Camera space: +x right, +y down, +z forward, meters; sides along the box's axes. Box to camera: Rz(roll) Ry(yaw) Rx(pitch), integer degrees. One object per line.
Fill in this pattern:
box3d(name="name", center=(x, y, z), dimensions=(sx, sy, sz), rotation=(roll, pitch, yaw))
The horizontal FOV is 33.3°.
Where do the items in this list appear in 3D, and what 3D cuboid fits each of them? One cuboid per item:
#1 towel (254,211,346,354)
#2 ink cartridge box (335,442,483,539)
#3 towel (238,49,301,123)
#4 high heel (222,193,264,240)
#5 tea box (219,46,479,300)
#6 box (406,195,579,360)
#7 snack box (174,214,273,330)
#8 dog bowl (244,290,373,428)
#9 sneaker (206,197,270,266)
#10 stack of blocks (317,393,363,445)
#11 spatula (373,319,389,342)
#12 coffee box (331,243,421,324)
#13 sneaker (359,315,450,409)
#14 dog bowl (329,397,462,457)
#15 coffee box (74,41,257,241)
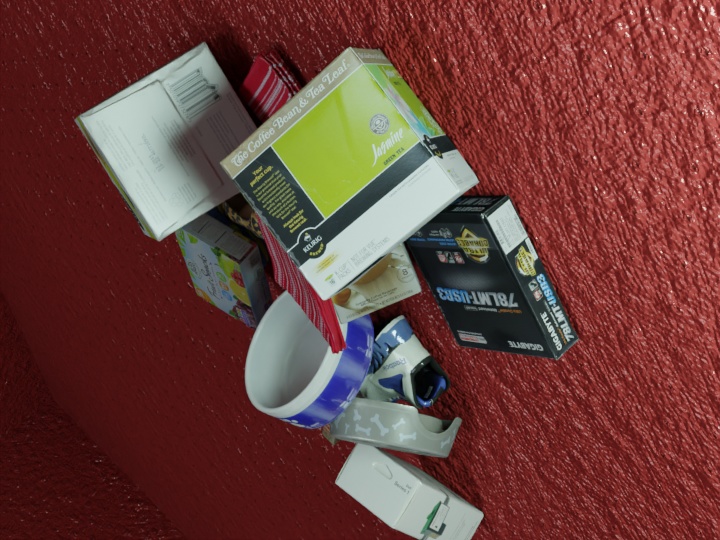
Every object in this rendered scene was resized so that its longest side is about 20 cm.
box3d(name="towel", center=(-0.083, 0.005, 1.551), dimensions=(0.200, 0.022, 0.146), rotation=(48, 160, 48))
box3d(name="ink cartridge box", center=(0.076, 0.352, 1.865), dimensions=(0.146, 0.085, 0.200), rotation=(29, 177, 43))
box3d(name="towel", center=(-0.087, -0.189, 1.612), dimensions=(0.201, 0.022, 0.145), rotation=(54, 156, -1))
box3d(name="high heel", center=(-0.173, -0.111, 1.816), dimensions=(0.142, 0.071, 0.200), rotation=(40, 162, 15))
box3d(name="tea box", center=(-0.010, -0.111, 1.342), dimensions=(0.197, 0.199, 0.134), rotation=(53, -162, 2))
box3d(name="box", center=(0.145, 0.006, 1.437), dimensions=(0.199, 0.050, 0.200), rotation=(6, 126, 60))
box3d(name="snack box", center=(-0.216, -0.001, 1.932), dimensions=(0.141, 0.053, 0.201), rotation=(30, 153, 25))
box3d(name="dog bowl", center=(-0.074, 0.120, 1.717), dimensions=(0.078, 0.202, 0.199), rotation=(29, 172, -35))
box3d(name="sneaker", center=(-0.224, -0.081, 1.953), dimensions=(0.082, 0.071, 0.201), rotation=(-8, 119, 56))
box3d(name="stack of blocks", center=(-0.053, 0.175, 1.885), dimensions=(0.115, 0.058, 0.201), rotation=(44, 153, 20))
box3d(name="spatula", center=(-0.029, 0.143, 1.759), dimensions=(0.021, 0.200, 0.057), rotation=(48, 177, -23))
box3d(name="coffee box", center=(-0.014, -0.052, 1.500), dimensions=(0.080, 0.113, 0.202), rotation=(-99, -15, -71))
box3d(name="sneaker", center=(0.064, 0.163, 1.744), dimensions=(0.115, 0.080, 0.200), rotation=(46, 153, 20))
box3d(name="dog bowl", center=(0.045, 0.227, 1.741), dimensions=(0.198, 0.059, 0.200), rotation=(9, 169, 2))
box3d(name="coffee box", center=(-0.265, -0.180, 1.701), dimensions=(0.201, 0.199, 0.198), rotation=(59, 169, -13))
